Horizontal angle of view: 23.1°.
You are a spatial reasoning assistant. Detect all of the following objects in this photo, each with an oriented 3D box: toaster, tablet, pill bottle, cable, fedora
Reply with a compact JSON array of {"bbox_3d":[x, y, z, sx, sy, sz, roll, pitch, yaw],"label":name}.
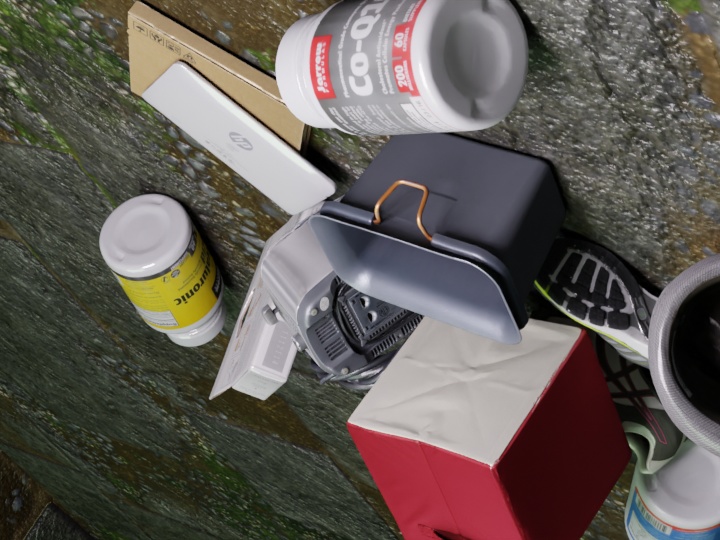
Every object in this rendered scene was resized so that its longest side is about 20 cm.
[{"bbox_3d":[0.000,0.000,1.699,0.129,0.200,0.114,38,161,51],"label":"toaster"},{"bbox_3d":[-0.122,-0.128,1.749,0.200,0.014,0.130,38,159,-13],"label":"tablet"},{"bbox_3d":[-0.227,0.007,2.102,0.111,0.111,0.200,22,156,26],"label":"pill bottle"},{"bbox_3d":[0.022,0.051,1.762,0.163,0.200,0.051,23,136,37],"label":"cable"},{"bbox_3d":[0.336,0.072,1.452,0.200,0.177,0.090,19,-175,13],"label":"fedora"},{"bbox_3d":[0.027,-0.164,1.394,0.200,0.114,0.114,2,143,52],"label":"pill bottle"},{"bbox_3d":[0.334,0.247,1.839,0.112,0.112,0.200,27,158,15],"label":"pill bottle"}]

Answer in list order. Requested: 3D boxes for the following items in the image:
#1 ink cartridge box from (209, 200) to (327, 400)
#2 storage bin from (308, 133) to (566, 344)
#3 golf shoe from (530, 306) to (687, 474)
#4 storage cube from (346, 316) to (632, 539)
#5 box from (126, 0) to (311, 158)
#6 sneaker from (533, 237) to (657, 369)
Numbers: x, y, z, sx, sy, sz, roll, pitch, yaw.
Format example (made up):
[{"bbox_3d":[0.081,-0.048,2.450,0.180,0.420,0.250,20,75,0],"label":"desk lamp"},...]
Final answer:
[{"bbox_3d":[-0.088,0.038,1.855,0.045,0.200,0.176,23,160,-11],"label":"ink cartridge box"},{"bbox_3d":[0.075,-0.048,1.544,0.200,0.134,0.146,18,154,32],"label":"storage bin"},{"bbox_3d":[0.240,0.113,1.720,0.200,0.088,0.077,37,159,-6],"label":"golf shoe"},{"bbox_3d":[0.123,0.155,1.641,0.171,0.200,0.180,13,143,37],"label":"storage cube"},{"bbox_3d":[-0.140,-0.171,1.730,0.200,0.021,0.164,30,159,6],"label":"box"},{"bbox_3d":[0.235,0.043,1.607,0.200,0.074,0.081,35,161,1],"label":"sneaker"}]
